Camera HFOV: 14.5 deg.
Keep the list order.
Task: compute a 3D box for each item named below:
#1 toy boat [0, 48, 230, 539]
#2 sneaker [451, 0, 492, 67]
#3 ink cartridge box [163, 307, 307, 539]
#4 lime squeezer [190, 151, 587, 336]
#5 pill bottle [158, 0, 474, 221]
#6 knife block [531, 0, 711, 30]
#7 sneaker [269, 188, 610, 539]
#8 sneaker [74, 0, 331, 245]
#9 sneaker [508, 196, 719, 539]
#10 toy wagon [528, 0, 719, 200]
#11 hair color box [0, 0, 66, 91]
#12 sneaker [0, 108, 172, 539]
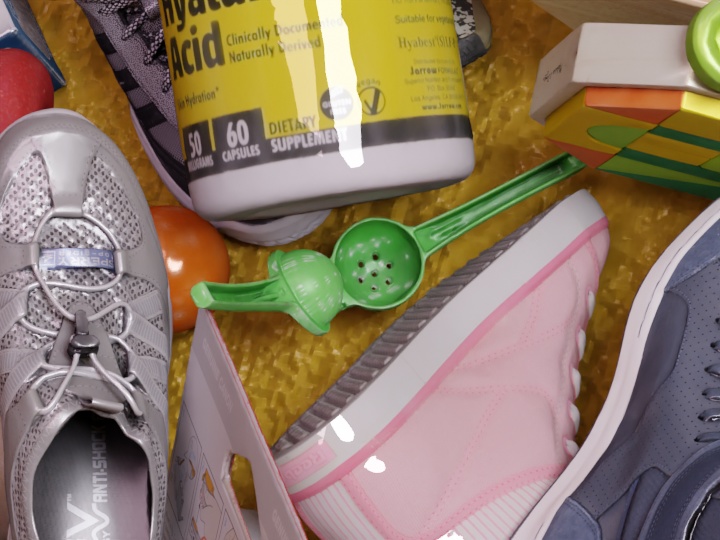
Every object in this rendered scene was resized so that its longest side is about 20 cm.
[{"bbox_3d":[-0.115,0.005,1.127,0.130,0.131,0.201,-10,63,-19],"label":"toy boat"},{"bbox_3d":[-0.015,-0.159,1.151,0.077,0.089,0.200,-27,60,-23],"label":"sneaker"},{"bbox_3d":[-0.036,0.134,0.971,0.200,0.044,0.177,-117,40,-59],"label":"ink cartridge box"},{"bbox_3d":[0.000,0.000,1.072,0.070,0.199,0.038,-15,93,50],"label":"lime squeezer"},{"bbox_3d":[-0.025,-0.125,1.071,0.111,0.111,0.202,-10,88,14],"label":"pill bottle"},{"bbox_3d":[0.173,-0.106,1.035,0.175,0.199,0.064,-4,63,49],"label":"knife block"},{"bbox_3d":[0.052,0.056,1.047,0.105,0.200,0.075,51,134,-4],"label":"sneaker"},{"bbox_3d":[-0.082,-0.103,1.147,0.075,0.114,0.201,-33,62,3],"label":"sneaker"},{"bbox_3d":[0.139,0.056,0.949,0.146,0.077,0.203,-5,51,59],"label":"sneaker"},{"bbox_3d":[0.165,-0.048,1.019,0.199,0.155,0.040,15,80,-8],"label":"toy wagon"},{"bbox_3d":[-0.238,-0.079,1.220,0.199,0.061,0.100,-30,63,4],"label":"hair color box"},{"bbox_3d":[-0.092,0.039,0.995,0.074,0.082,0.202,-6,81,-16],"label":"sneaker"}]
